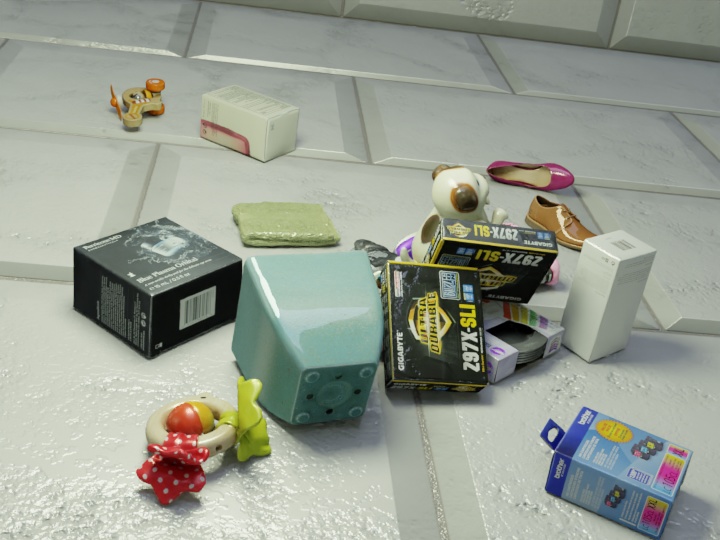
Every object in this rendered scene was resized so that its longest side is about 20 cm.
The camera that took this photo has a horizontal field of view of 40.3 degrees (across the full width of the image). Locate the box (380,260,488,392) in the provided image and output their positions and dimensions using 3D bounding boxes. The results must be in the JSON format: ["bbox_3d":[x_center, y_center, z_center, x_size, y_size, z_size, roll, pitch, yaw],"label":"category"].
[{"bbox_3d":[0.115,0.090,1.554,0.158,0.049,0.201,6,65,-15],"label":"box"}]

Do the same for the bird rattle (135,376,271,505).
[{"bbox_3d":[-0.219,0.225,1.317,0.199,0.113,0.163,-29,33,-31],"label":"bird rattle"}]

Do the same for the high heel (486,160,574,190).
[{"bbox_3d":[0.396,-0.220,2.300,0.199,0.068,0.096,8,14,32],"label":"high heel"}]

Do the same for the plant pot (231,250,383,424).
[{"bbox_3d":[-0.065,0.111,1.442,0.195,0.197,0.201,-3,40,-21],"label":"plant pot"}]

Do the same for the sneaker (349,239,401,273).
[{"bbox_3d":[0.000,0.000,1.782,0.199,0.076,0.114,-10,32,-41],"label":"sneaker"}]

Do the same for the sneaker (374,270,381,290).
[{"bbox_3d":[0.060,0.046,1.704,0.199,0.081,0.077,-5,29,-27],"label":"sneaker"}]

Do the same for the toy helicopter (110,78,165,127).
[{"bbox_3d":[-0.544,-0.396,2.351,0.131,0.079,0.200,5,32,-6],"label":"toy helicopter"}]

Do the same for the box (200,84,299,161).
[{"bbox_3d":[-0.261,-0.348,2.306,0.199,0.110,0.128,24,31,26],"label":"box"}]

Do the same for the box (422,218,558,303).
[{"bbox_3d":[0.211,-0.013,1.648,0.198,0.160,0.050,7,54,-9],"label":"box"}]

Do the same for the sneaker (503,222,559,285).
[{"bbox_3d":[0.296,-0.027,1.924,0.095,0.079,0.200,-21,38,-25],"label":"sneaker"}]

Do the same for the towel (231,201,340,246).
[{"bbox_3d":[-0.149,-0.091,1.943,0.199,0.037,0.149,-1,30,-18],"label":"towel"}]

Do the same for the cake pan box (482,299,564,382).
[{"bbox_3d":[0.221,0.103,1.676,0.183,0.053,0.200,-19,38,-38],"label":"cake pan box"}]

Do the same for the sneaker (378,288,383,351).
[{"bbox_3d":[0.028,0.099,1.613,0.200,0.105,0.075,41,47,-3],"label":"sneaker"}]

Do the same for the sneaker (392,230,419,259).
[{"bbox_3d":[0.162,-0.025,1.875,0.199,0.070,0.100,-5,33,-22],"label":"sneaker"}]

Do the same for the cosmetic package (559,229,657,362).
[{"bbox_3d":[0.420,0.044,1.682,0.107,0.201,0.085,-12,36,-38],"label":"cosmetic package"}]

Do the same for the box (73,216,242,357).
[{"bbox_3d":[-0.331,0.021,1.601,0.199,0.118,0.196,26,33,31],"label":"box"}]

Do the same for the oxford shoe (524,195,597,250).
[{"bbox_3d":[0.438,-0.100,2.093,0.200,0.072,0.071,32,35,34],"label":"oxford shoe"}]

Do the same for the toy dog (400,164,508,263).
[{"bbox_3d":[0.164,-0.094,1.750,0.192,0.201,0.140,-2,37,-16],"label":"toy dog"}]

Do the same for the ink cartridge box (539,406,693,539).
[{"bbox_3d":[0.347,0.274,1.374,0.199,0.077,0.136,19,30,22],"label":"ink cartridge box"}]
